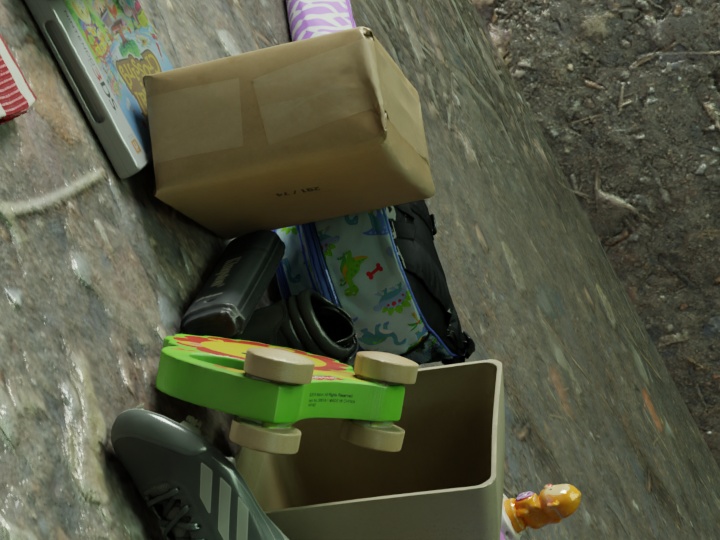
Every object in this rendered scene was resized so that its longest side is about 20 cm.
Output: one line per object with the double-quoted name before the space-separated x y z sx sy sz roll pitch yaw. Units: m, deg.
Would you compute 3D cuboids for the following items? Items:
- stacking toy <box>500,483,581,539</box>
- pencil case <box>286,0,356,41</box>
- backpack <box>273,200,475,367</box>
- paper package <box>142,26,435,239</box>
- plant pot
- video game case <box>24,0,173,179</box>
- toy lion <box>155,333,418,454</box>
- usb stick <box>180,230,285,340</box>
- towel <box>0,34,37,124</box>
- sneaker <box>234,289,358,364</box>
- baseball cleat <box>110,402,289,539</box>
"stacking toy" 0.095 0.223 1.568 0.110 0.199 0.116 66 16 4
"pencil case" -0.040 -0.286 2.118 0.084 0.085 0.201 47 23 -46
"backpack" 0.000 0.000 1.685 0.200 0.146 0.184 53 19 -66
"paper package" -0.055 -0.107 1.523 0.191 0.199 0.104 38 42 -70
"plant pot" 0.020 0.200 1.390 0.200 0.198 0.178 -75 156 -67
"video game case" -0.204 -0.180 1.522 0.183 0.022 0.200 63 15 -10
"toy lion" -0.072 0.076 1.318 0.199 0.191 0.069 6 96 -55
"usb stick" -0.102 0.012 1.509 0.200 0.055 0.033 -68 148 -69
"towel" -0.286 -0.156 1.217 0.145 0.023 0.200 62 14 -5
"sneaker" -0.033 0.090 1.537 0.200 0.099 0.071 51 18 -45
"baseball cleat" -0.101 0.183 1.226 0.200 0.070 0.107 45 46 -15
